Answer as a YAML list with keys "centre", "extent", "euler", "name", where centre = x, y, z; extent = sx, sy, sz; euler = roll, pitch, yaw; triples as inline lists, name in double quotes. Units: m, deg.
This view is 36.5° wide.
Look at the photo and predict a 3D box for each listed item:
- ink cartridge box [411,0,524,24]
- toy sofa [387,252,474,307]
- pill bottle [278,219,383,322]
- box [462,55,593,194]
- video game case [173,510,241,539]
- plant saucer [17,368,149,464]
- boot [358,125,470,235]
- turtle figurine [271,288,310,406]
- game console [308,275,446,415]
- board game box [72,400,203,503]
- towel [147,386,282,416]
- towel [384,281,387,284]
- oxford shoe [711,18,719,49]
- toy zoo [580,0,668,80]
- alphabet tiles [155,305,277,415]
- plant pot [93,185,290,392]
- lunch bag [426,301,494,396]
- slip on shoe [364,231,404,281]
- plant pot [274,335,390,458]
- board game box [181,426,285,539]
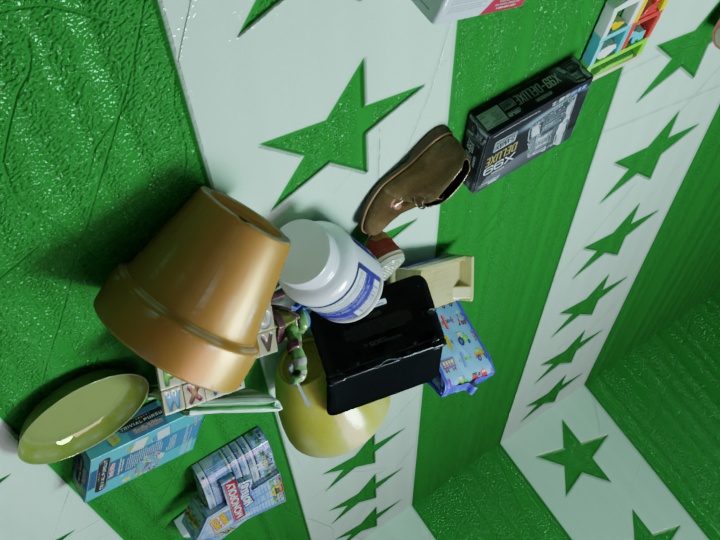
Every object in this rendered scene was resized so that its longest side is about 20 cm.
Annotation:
- centre: [0.141, -0.368, 1.134]
  extent: [0.145, 0.083, 0.200]
  euler: [-20, 152, -36]
  name: "ink cartridge box"
- centre: [0.108, 0.023, 1.845]
  extent: [0.200, 0.097, 0.084]
  euler: [-15, 107, -56]
  name: "toy sofa"
- centre: [-0.050, -0.002, 1.521]
  extent: [0.120, 0.120, 0.200]
  euler: [-39, 158, 5]
  name: "pill bottle"
- centre: [0.243, -0.216, 1.639]
  extent: [0.199, 0.050, 0.158]
  euler: [-30, 158, -18]
  name: "box"
- centre: [-0.272, 0.489, 2.263]
  extent: [0.181, 0.046, 0.200]
  euler: [-37, 158, 0]
  name: "video game case"
- centre: [-0.389, 0.197, 1.516]
  extent: [0.199, 0.031, 0.200]
  euler: [-32, 158, -14]
  name: "plant saucer"
- centre: [0.075, -0.110, 1.562]
  extent: [0.200, 0.076, 0.073]
  euler: [-46, 158, 24]
  name: "boot"
- centre: [-0.155, 0.132, 1.600]
  extent: [0.193, 0.144, 0.200]
  euler: [-6, 139, -46]
  name: "turtle figurine"
- centre: [0.023, 0.120, 1.728]
  extent: [0.199, 0.177, 0.116]
  euler: [-18, 180, -15]
  name: "game console"
- centre: [-0.347, 0.270, 1.705]
  extent: [0.199, 0.047, 0.151]
  euler: [-23, 154, -31]
  name: "board game box"
- centre: [-0.216, 0.184, 1.566]
  extent: [0.152, 0.024, 0.200]
  euler: [0, 180, -30]
  name: "towel"
- centre: [0.019, 0.050, 1.864]
  extent: [0.144, 0.023, 0.200]
  euler: [-43, 158, 15]
  name: "towel"
- centre: [0.651, -0.456, 1.795]
  extent: [0.200, 0.071, 0.074]
  euler: [-51, 179, 30]
  name: "oxford shoe"
- centre: [0.395, -0.366, 1.614]
  extent: [0.131, 0.021, 0.200]
  euler: [-28, 157, -23]
  name: "toy zoo"
- centre: [-0.194, 0.086, 1.464]
  extent: [0.199, 0.169, 0.008]
  euler: [-16, -167, -42]
  name: "alphabet tiles"
- centre: [-0.180, 0.011, 1.279]
  extent: [0.184, 0.200, 0.200]
  euler: [-57, 155, 8]
  name: "plant pot"
- centre: [0.156, 0.142, 2.018]
  extent: [0.150, 0.200, 0.094]
  euler: [-11, 146, -47]
  name: "lunch bag"
- centre: [0.000, 0.000, 1.688]
  extent: [0.074, 0.062, 0.200]
  euler: [-18, 165, -35]
  name: "slip on shoe"
- centre: [-0.066, 0.191, 1.832]
  extent: [0.199, 0.200, 0.142]
  euler: [-35, 133, -5]
  name: "plant pot"
- centre: [-0.250, 0.420, 2.073]
  extent: [0.199, 0.062, 0.201]
  euler: [-30, 142, -20]
  name: "board game box"
